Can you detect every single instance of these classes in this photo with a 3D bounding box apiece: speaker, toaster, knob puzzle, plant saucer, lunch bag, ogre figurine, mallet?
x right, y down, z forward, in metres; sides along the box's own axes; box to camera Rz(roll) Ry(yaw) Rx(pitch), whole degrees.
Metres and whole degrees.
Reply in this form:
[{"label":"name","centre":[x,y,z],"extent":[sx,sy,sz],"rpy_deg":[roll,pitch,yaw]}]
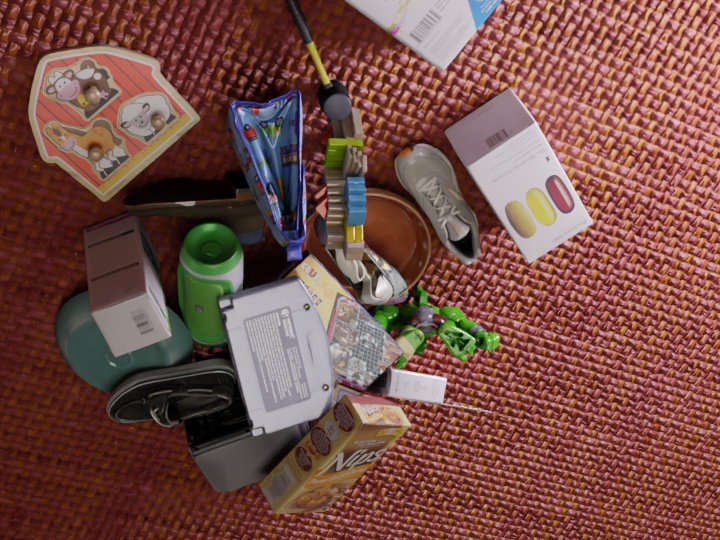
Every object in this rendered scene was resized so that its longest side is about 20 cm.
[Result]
[{"label":"speaker","centre":[-0.203,0.023,1.664],"extent":[0.088,0.089,0.200],"rpy_deg":[-7,146,-11]},{"label":"toaster","centre":[-0.160,0.200,1.774],"extent":[0.199,0.181,0.119],"rpy_deg":[-20,132,-3]},{"label":"knob puzzle","centre":[-0.331,-0.199,1.547],"extent":[0.218,0.031,0.221],"rpy_deg":[-7,125,-11]},{"label":"plant saucer","centre":[-0.335,0.112,1.712],"extent":[0.199,0.036,0.201],"rpy_deg":[3,129,4]},{"label":"lunch bag","centre":[-0.107,-0.111,1.543],"extent":[0.094,0.151,0.201],"rpy_deg":[-11,90,-8]},{"label":"plant saucer","centre":[0.001,-0.034,1.741],"extent":[0.199,0.032,0.201],"rpy_deg":[-4,127,-5]},{"label":"ogre figurine","centre":[0.095,0.084,1.794],"extent":[0.199,0.120,0.099],"rpy_deg":[-16,111,-1]},{"label":"mallet","centre":[-0.061,-0.280,1.548],"extent":[0.041,0.066,0.201],"rpy_deg":[-23,126,2]}]

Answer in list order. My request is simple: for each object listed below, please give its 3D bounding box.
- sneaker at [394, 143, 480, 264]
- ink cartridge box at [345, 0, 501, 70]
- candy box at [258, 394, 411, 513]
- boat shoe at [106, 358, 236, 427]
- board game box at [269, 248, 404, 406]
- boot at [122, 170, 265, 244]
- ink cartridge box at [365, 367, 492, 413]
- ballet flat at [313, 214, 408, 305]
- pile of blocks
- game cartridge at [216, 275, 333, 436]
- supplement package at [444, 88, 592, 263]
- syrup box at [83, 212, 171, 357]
[{"label":"sneaker","centre":[0.119,-0.091,1.710],"extent":[0.076,0.092,0.200],"rpy_deg":[-33,125,8]},{"label":"ink cartridge box","centre":[0.065,-0.368,1.514],"extent":[0.200,0.085,0.145],"rpy_deg":[30,110,-32]},{"label":"candy box","centre":[-0.036,0.258,1.703],"extent":[0.200,0.055,0.115],"rpy_deg":[-47,148,22]},{"label":"boat shoe","centre":[-0.267,0.179,1.691],"extent":[0.199,0.071,0.072],"rpy_deg":[-20,134,16]},{"label":"board game box","centre":[-0.054,0.088,1.688],"extent":[0.135,0.035,0.200],"rpy_deg":[-42,107,1]},{"label":"boot","centre":[-0.215,-0.070,1.639],"extent":[0.199,0.075,0.097],"rpy_deg":[-8,122,-13]},{"label":"ink cartridge box","centre":[0.079,0.173,1.818],"extent":[0.173,0.200,0.044],"rpy_deg":[11,85,-23]},{"label":"ballet flat","centre":[0.000,0.000,1.701],"extent":[0.069,0.071,0.200],"rpy_deg":[-26,127,20]},{"label":"pile of blocks","centre":[-0.029,-0.114,1.606],"extent":[0.062,0.082,0.201],"rpy_deg":[0,78,-13]},{"label":"game cartridge","centre":[-0.107,0.113,1.642],"extent":[0.132,0.041,0.201],"rpy_deg":[-14,106,-9]},{"label":"supplement package","centre":[0.222,-0.130,1.702],"extent":[0.113,0.110,0.200],"rpy_deg":[-33,126,8]},{"label":"syrup box","centre":[-0.306,0.013,1.591],"extent":[0.081,0.200,0.079],"rpy_deg":[-20,127,0]}]
